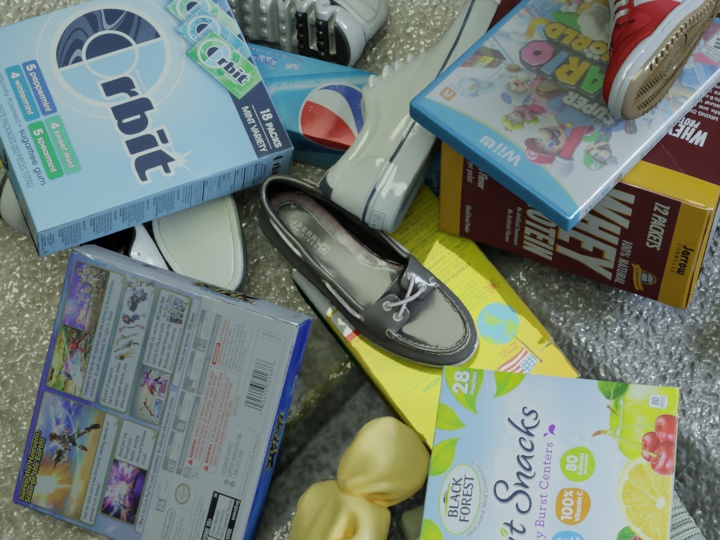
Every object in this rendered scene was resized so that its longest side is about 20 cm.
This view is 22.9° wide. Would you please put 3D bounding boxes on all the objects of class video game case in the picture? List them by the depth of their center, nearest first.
[{"bbox_3d":[0.151,-0.132,1.217,0.143,0.018,0.200,38,67,21],"label":"video game case"},{"bbox_3d":[-0.146,0.103,1.302,0.180,0.045,0.201,18,101,11],"label":"video game case"}]

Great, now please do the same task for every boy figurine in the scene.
[{"bbox_3d":[-0.018,0.197,1.266,0.064,0.124,0.201,30,84,-27],"label":"boy figurine"}]

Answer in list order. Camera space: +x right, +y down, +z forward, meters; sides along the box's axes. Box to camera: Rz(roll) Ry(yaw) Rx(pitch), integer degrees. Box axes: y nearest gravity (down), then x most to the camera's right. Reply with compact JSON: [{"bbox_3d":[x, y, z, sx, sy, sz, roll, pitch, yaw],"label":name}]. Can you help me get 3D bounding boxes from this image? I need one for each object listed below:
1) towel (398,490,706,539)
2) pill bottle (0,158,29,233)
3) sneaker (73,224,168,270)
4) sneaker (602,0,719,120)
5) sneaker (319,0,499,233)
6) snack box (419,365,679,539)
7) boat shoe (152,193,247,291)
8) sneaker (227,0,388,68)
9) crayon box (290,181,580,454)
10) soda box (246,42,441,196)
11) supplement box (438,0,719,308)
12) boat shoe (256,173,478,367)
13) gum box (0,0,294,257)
[{"bbox_3d":[0.150,0.212,1.248,0.191,0.035,0.201,-25,56,-7],"label":"towel"},{"bbox_3d":[-0.300,-0.129,1.396,0.200,0.113,0.113,38,81,17],"label":"pill bottle"},{"bbox_3d":[-0.168,0.027,1.350,0.073,0.080,0.201,-33,73,-5],"label":"sneaker"},{"bbox_3d":[0.181,-0.189,1.199,0.112,0.071,0.200,28,55,13],"label":"sneaker"},{"bbox_3d":[0.037,-0.126,1.295,0.070,0.073,0.201,27,69,7],"label":"sneaker"},{"bbox_3d":[0.126,0.174,1.205,0.167,0.068,0.201,6,62,9],"label":"snack box"},{"bbox_3d":[-0.130,-0.066,1.379,0.073,0.062,0.201,-34,69,18],"label":"boat shoe"},{"bbox_3d":[-0.068,-0.225,1.426,0.199,0.075,0.081,29,52,21],"label":"sneaker"},{"bbox_3d":[0.056,0.045,1.329,0.127,0.051,0.200,-36,71,-5],"label":"crayon box"},{"bbox_3d":[-0.013,-0.117,1.378,0.198,0.068,0.065,14,74,11],"label":"soda box"},{"bbox_3d":[0.182,-0.113,1.294,0.196,0.133,0.201,19,61,12],"label":"supplement box"},{"bbox_3d":[0.000,0.000,1.294,0.200,0.057,0.067,38,81,16],"label":"boat shoe"},{"bbox_3d":[-0.173,-0.121,1.314,0.199,0.045,0.171,-19,69,-16],"label":"gum box"}]
